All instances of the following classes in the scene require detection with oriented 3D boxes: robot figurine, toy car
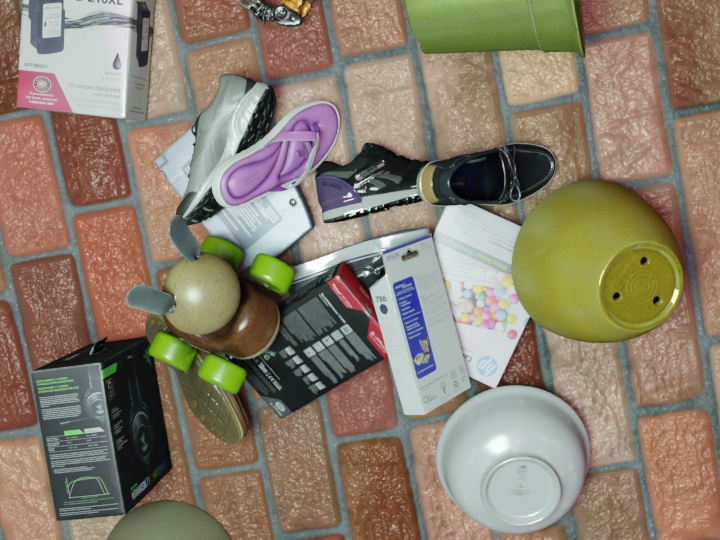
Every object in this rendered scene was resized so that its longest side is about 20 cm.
[{"bbox_3d":[-0.120,-0.394,1.072,0.199,0.058,0.145,35,99,2],"label":"robot figurine"},{"bbox_3d":[-0.192,0.024,0.989,0.157,0.200,0.165,18,76,27],"label":"toy car"}]

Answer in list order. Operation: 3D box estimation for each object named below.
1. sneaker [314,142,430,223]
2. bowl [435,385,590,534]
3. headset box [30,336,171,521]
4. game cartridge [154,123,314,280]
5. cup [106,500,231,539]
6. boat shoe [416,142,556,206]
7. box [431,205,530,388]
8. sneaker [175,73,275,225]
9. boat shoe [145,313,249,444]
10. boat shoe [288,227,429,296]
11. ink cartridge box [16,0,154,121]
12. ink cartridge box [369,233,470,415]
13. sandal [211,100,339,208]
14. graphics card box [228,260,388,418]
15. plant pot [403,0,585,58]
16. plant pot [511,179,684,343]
[{"bbox_3d":[0.038,-0.124,1.081,0.198,0.076,0.088,-13,89,7],"label":"sneaker"},{"bbox_3d":[0.195,0.253,1.079,0.199,0.090,0.203,1,108,2],"label":"bowl"},{"bbox_3d":[-0.324,0.187,1.101,0.092,0.174,0.202,-8,94,7],"label":"headset box"},{"bbox_3d":[-0.156,-0.105,1.121,0.133,0.042,0.200,-38,92,4],"label":"game cartridge"},{"bbox_3d":[-0.272,0.425,1.138,0.199,0.143,0.202,1,96,6],"label":"cup"},{"bbox_3d":[0.163,-0.112,1.036,0.199,0.062,0.075,-10,99,-29],"label":"boat shoe"},{"bbox_3d":[0.143,0.025,1.102,0.155,0.041,0.201,25,99,3],"label":"box"},{"bbox_3d":[-0.179,-0.148,1.071,0.079,0.074,0.201,28,92,11],"label":"sneaker"},{"bbox_3d":[-0.200,0.130,1.130,0.072,0.067,0.201,-35,87,41],"label":"boat shoe"},{"bbox_3d":[0.000,0.000,1.098,0.199,0.072,0.068,-19,93,10],"label":"boat shoe"},{"bbox_3d":[-0.344,-0.298,1.092,0.144,0.084,0.202,7,97,4],"label":"ink cartridge box"},{"bbox_3d":[0.069,0.064,1.045,0.039,0.099,0.202,-9,97,45],"label":"ink cartridge box"},{"bbox_3d":[-0.090,-0.134,1.057,0.202,0.050,0.083,-40,129,-25],"label":"sandal"},{"bbox_3d":[-0.061,0.091,1.088,0.199,0.051,0.126,-34,106,23],"label":"graphics card box"},{"bbox_3d":[0.152,-0.330,1.003,0.189,0.200,0.202,-7,96,20],"label":"plant pot"},{"bbox_3d":[0.293,0.003,1.008,0.198,0.142,0.202,-2,103,-9],"label":"plant pot"}]
